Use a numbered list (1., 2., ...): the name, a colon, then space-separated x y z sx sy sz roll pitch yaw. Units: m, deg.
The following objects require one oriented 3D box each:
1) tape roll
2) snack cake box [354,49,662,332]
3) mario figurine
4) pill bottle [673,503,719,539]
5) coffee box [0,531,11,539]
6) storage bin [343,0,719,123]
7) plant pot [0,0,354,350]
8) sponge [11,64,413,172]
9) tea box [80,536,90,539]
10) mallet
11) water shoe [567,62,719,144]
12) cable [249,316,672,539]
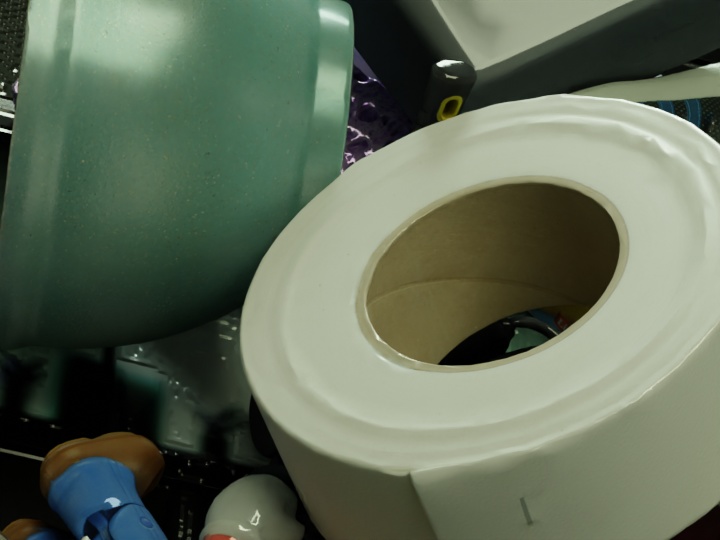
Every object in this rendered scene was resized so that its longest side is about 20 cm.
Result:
1. tape roll: 0.058 0.025 1.122 0.201 0.071 0.203 -13 40 11
2. snack cake box: 0.095 -0.052 1.402 0.200 0.067 0.115 44 50 14
3. mario figurine: -0.057 0.156 1.129 0.106 0.124 0.200 -21 48 -21
4. pill bottle: 0.158 0.083 1.230 0.109 0.200 0.110 13 49 -15
5. coffee box: -0.232 0.087 1.103 0.200 0.080 0.113 39 75 9
6. storage bin: 0.074 -0.137 1.318 0.199 0.146 0.135 -24 68 -15
7. plant pot: -0.075 -0.060 1.224 0.133 0.201 0.201 7 50 -6
8. sponge: -0.046 -0.057 1.339 0.200 0.030 0.112 37 72 7
9. tea box: -0.125 0.232 0.978 0.133 0.200 0.197 -16 62 -33
10. mallet: 0.000 0.000 1.231 0.066 0.201 0.041 -5 40 -22
11. water shoe: 0.126 -0.038 1.311 0.199 0.072 0.079 -19 66 -31
12. cable: 0.044 0.078 1.161 0.162 0.051 0.200 -17 27 -10
